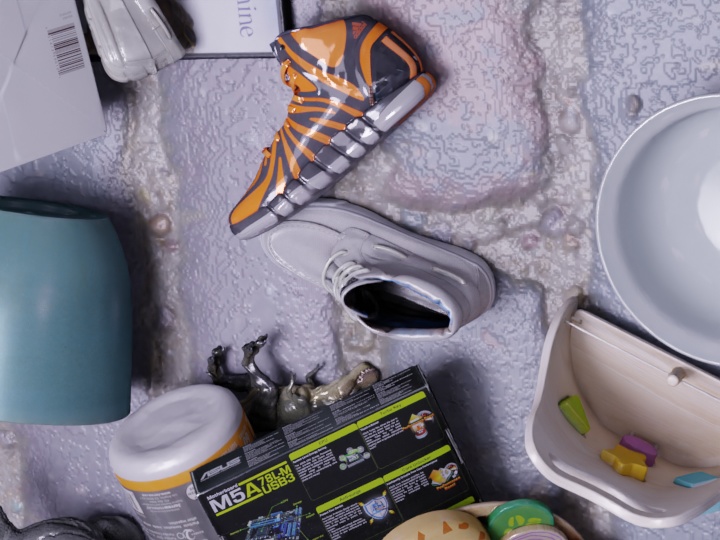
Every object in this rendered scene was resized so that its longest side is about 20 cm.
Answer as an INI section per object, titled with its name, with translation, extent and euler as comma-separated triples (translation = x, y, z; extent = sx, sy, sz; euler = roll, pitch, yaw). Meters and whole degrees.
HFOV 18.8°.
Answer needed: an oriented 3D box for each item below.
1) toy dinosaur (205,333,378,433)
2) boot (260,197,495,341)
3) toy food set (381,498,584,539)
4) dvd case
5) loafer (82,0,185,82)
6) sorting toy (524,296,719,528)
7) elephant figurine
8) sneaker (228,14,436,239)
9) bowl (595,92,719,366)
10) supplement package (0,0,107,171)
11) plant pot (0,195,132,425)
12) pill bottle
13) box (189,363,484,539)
[toy dinosaur]
translation = -0.085, 0.100, 1.788
extent = 0.200, 0.047, 0.088
euler = -21, 104, 30
[boot]
translation = 0.000, 0.000, 1.689
extent = 0.200, 0.096, 0.074
euler = 14, 111, 19
[toy food set]
translation = 0.099, 0.263, 1.708
extent = 0.198, 0.049, 0.200
euler = -4, 118, -13
[dvd case]
translation = -0.151, -0.237, 1.723
extent = 0.200, 0.018, 0.143
euler = 1, 106, 23
[loafer]
translation = -0.194, -0.247, 1.699
extent = 0.070, 0.070, 0.200
euler = -20, 94, -9
[sorting toy]
translation = 0.199, 0.128, 1.597
extent = 0.200, 0.180, 0.107
euler = 27, 115, 14
[elephant figurine]
translation = -0.237, 0.268, 1.848
extent = 0.141, 0.155, 0.200
euler = 24, 125, 39
[sneaker]
translation = -0.046, -0.119, 1.679
extent = 0.200, 0.078, 0.112
euler = -41, 89, 11
[bowl]
translation = 0.276, -0.038, 1.563
extent = 0.201, 0.090, 0.201
euler = 7, 108, 20
[supplement package]
translation = -0.333, -0.156, 1.719
extent = 0.200, 0.151, 0.152
euler = 0, 108, 45
[plant pot]
translation = -0.275, 0.026, 1.766
extent = 0.201, 0.201, 0.161
euler = 11, 98, 20
[pill bottle]
translation = -0.116, 0.201, 1.773
extent = 0.116, 0.116, 0.200
euler = -11, 119, 26
[box]
translation = -0.005, 0.198, 1.708
extent = 0.200, 0.048, 0.193
euler = -26, 114, 0
